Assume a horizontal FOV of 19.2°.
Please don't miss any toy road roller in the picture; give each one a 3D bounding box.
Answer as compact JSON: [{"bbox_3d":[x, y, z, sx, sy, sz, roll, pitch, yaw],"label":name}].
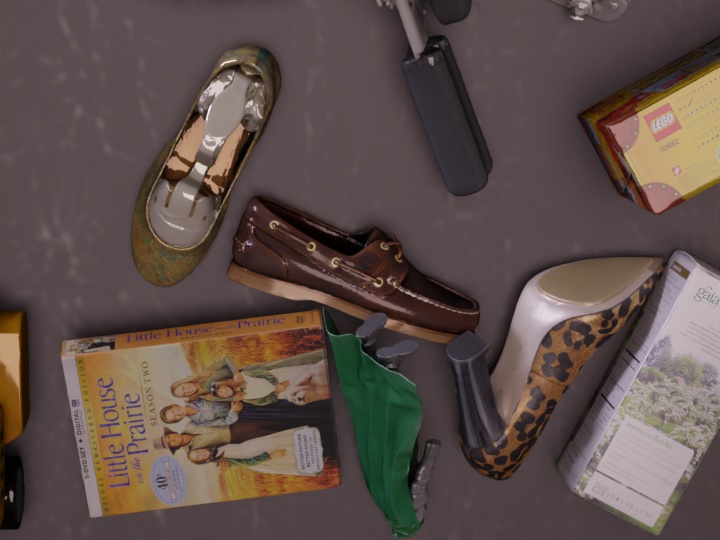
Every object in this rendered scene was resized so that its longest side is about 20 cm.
[{"bbox_3d":[-0.314,0.122,1.577,0.122,0.146,0.201,0,98,-3],"label":"toy road roller"}]

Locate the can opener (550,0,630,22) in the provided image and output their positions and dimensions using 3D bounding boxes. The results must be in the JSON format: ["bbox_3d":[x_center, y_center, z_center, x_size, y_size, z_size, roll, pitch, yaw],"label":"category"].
[{"bbox_3d":[0.115,-0.240,1.602,0.199,0.053,0.067,17,62,-6],"label":"can opener"}]

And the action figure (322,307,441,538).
[{"bbox_3d":[0.025,0.128,1.609,0.055,0.118,0.201,-24,131,-21],"label":"action figure"}]

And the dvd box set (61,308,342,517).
[{"bbox_3d":[-0.120,0.110,1.623,0.199,0.029,0.147,-6,115,-2],"label":"dvd box set"}]

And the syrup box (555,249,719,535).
[{"bbox_3d":[0.235,0.092,1.629,0.079,0.081,0.201,27,95,-8],"label":"syrup box"}]

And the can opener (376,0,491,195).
[{"bbox_3d":[0.062,-0.153,1.573,0.066,0.053,0.201,-9,113,19],"label":"can opener"}]

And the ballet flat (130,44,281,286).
[{"bbox_3d":[-0.120,-0.078,1.600,0.070,0.071,0.201,27,96,-6],"label":"ballet flat"}]

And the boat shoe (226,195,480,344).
[{"bbox_3d":[0.000,0.000,1.612,0.199,0.070,0.071,17,101,-4],"label":"boat shoe"}]

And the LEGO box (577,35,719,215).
[{"bbox_3d":[0.274,-0.126,1.568,0.199,0.149,0.077,-29,98,1],"label":"LEGO box"}]

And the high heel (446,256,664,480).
[{"bbox_3d":[0.158,0.074,1.650,0.199,0.071,0.143,-27,130,-17],"label":"high heel"}]
